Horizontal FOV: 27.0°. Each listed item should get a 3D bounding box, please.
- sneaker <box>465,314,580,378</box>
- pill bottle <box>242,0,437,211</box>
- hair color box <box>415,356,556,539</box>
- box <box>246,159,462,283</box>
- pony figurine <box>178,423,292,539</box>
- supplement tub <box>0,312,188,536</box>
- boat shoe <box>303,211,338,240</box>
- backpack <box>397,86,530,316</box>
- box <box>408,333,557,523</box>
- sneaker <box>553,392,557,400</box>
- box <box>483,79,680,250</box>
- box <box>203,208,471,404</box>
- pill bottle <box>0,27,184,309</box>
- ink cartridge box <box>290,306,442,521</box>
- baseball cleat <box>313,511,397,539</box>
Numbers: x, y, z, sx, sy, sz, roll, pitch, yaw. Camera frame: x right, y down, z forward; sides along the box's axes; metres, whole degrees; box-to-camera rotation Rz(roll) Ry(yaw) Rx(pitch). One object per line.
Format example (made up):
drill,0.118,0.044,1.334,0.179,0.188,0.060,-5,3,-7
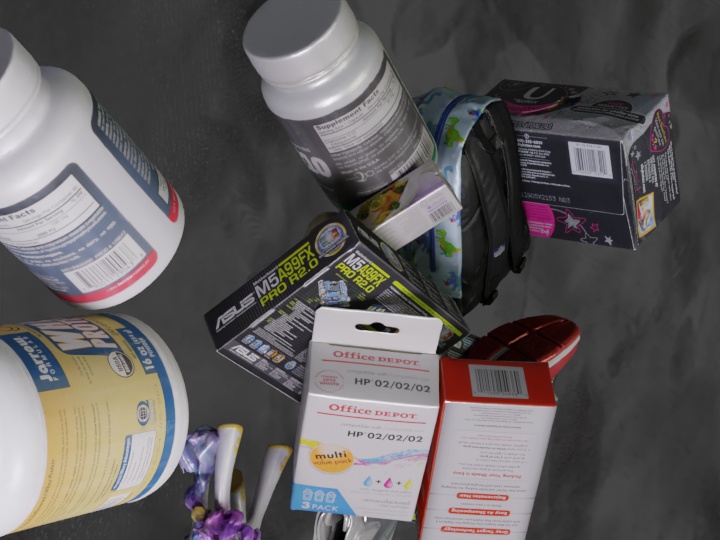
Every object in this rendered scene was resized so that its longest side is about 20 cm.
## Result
sneaker,0.138,0.132,1.454,0.200,0.078,0.116,-30,127,-23
pill bottle,-0.018,-0.149,1.321,0.113,0.113,0.200,-59,139,-25
hair color box,0.109,0.172,1.352,0.061,0.101,0.200,-93,-172,-52
box,-0.006,-0.025,1.329,0.200,0.039,0.041,-33,135,8
pony figurine,-0.120,0.235,1.270,0.193,0.166,0.200,38,52,-62
supplement tub,-0.236,0.109,1.066,0.200,0.145,0.145,-6,104,-53
boat shoe,0.000,0.000,1.431,0.200,0.072,0.065,49,19,-47
backpack,0.094,-0.081,1.481,0.163,0.154,0.200,-44,152,-37
box,0.103,0.165,1.499,0.200,0.047,0.193,24,84,-46
sneaker,0.116,0.160,1.615,0.200,0.078,0.079,-30,79,-31
box,0.216,-0.116,1.569,0.115,0.200,0.132,-42,130,-42
box,-0.017,0.048,1.337,0.160,0.044,0.200,-38,140,13
pill bottle,-0.223,-0.073,1.060,0.120,0.119,0.200,-61,140,-23
ink cartridge box,0.004,0.129,1.317,0.068,0.115,0.200,-89,-174,-48
baseball cleat,0.014,0.210,1.483,0.106,0.070,0.200,30,74,-62
